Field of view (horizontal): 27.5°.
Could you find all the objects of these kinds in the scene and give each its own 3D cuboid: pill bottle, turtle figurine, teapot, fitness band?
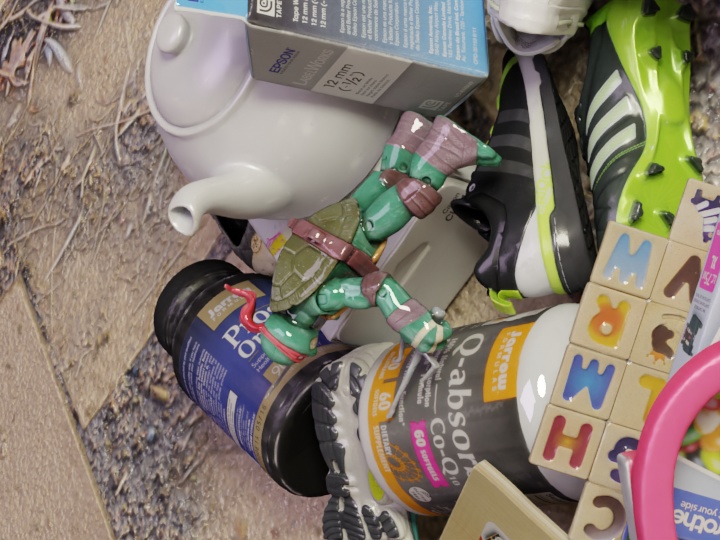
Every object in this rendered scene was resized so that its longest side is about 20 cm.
[{"bbox_3d":[-0.069,0.070,1.076,0.200,0.111,0.113,36,108,45],"label":"pill bottle"},{"bbox_3d":[0.000,0.000,0.884,0.201,0.100,0.150,-56,36,-1],"label":"turtle figurine"},{"bbox_3d":[-0.075,-0.139,0.979,0.198,0.146,0.200,-57,46,12],"label":"teapot"},{"bbox_3d":[0.102,0.083,0.879,0.199,0.116,0.117,-16,70,45],"label":"pill bottle"},{"bbox_3d":[0.206,0.128,0.724,0.037,0.142,0.202,-110,7,-81],"label":"fitness band"}]

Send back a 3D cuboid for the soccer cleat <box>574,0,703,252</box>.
[{"bbox_3d":[0.164,-0.072,0.893,0.081,0.067,0.202,-18,65,62],"label":"soccer cleat"}]

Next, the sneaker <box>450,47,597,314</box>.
[{"bbox_3d":[0.092,-0.064,0.916,0.082,0.072,0.201,-16,49,15],"label":"sneaker"}]

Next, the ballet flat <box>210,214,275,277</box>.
[{"bbox_3d":[-0.109,-0.062,1.191,0.067,0.057,0.200,-58,45,23],"label":"ballet flat"}]

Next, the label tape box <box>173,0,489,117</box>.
[{"bbox_3d":[-0.024,-0.185,0.893,0.066,0.198,0.145,140,133,-57],"label":"label tape box"}]

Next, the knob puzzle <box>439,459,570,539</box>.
[{"bbox_3d":[0.120,0.226,0.853,0.219,0.030,0.221,28,131,38],"label":"knob puzzle"}]

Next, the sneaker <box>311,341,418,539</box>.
[{"bbox_3d":[0.024,0.147,0.984,0.077,0.079,0.202,7,105,42],"label":"sneaker"}]

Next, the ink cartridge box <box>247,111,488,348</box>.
[{"bbox_3d":[0.001,-0.059,1.046,0.148,0.085,0.200,-54,48,21],"label":"ink cartridge box"}]

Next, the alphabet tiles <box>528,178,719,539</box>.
[{"bbox_3d":[0.186,0.061,0.773,0.006,0.165,0.202,-114,41,-81],"label":"alphabet tiles"}]

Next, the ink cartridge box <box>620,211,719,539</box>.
[{"bbox_3d":[0.214,0.080,0.756,0.042,0.118,0.202,-104,31,-80],"label":"ink cartridge box"}]

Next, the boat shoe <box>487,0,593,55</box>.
[{"bbox_3d":[0.101,-0.164,0.893,0.073,0.200,0.067,15,95,12],"label":"boat shoe"}]
